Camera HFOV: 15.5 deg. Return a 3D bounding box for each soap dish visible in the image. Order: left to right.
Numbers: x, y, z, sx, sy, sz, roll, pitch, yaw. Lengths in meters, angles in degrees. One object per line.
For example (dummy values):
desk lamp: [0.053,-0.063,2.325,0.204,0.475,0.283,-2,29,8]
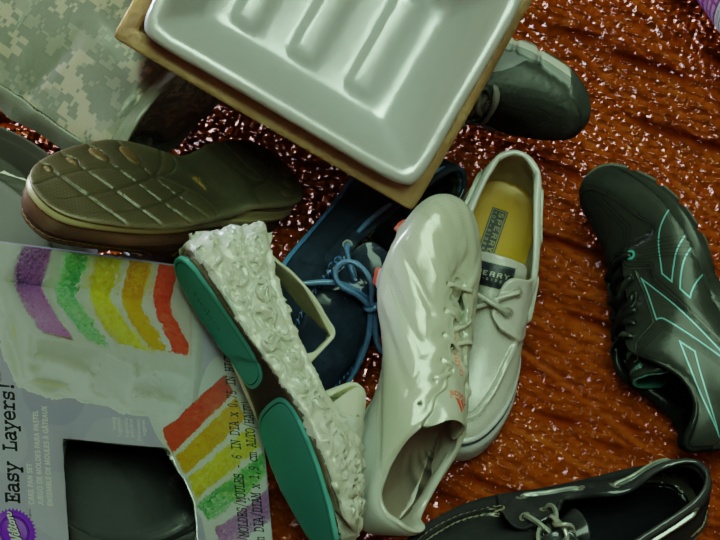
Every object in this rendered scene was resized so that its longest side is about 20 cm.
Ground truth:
soap dish: [-0.019,-0.152,1.531,0.200,0.081,0.157,30,88,-7]

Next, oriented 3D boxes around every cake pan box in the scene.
cake pan box: [-0.143,0.089,1.482,0.184,0.052,0.200,8,64,-29]

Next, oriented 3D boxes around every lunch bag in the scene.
lunch bag: [-0.158,-0.154,1.627,0.164,0.118,0.200,36,58,12]

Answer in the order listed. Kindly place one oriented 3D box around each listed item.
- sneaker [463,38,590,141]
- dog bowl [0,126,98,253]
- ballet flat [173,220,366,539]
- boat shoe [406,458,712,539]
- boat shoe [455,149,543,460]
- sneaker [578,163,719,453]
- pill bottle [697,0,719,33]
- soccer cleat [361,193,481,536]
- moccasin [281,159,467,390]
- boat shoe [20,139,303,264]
sneaker: [0.034,-0.100,1.620,0.200,0.075,0.116,21,49,9]
dog bowl: [-0.253,0.007,1.558,0.200,0.059,0.200,3,61,-6]
ballet flat: [-0.034,0.060,1.487,0.072,0.072,0.200,-26,86,-20]
boat shoe: [0.112,0.145,1.512,0.200,0.063,0.073,-11,61,-21]
boat shoe: [0.074,0.016,1.587,0.071,0.070,0.200,17,60,2]
sneaker: [0.182,0.022,1.595,0.079,0.075,0.200,-26,67,-17]
pill bottle: [0.282,-0.177,1.697,0.112,0.112,0.200,-24,66,-19]
soccer cleat: [0.039,0.057,1.513,0.069,0.078,0.200,15,91,-36]
moccasin: [0.000,0.000,1.571,0.068,0.080,0.200,0,53,39]
boat shoe: [-0.120,-0.031,1.544,0.200,0.068,0.072,-5,49,-48]
